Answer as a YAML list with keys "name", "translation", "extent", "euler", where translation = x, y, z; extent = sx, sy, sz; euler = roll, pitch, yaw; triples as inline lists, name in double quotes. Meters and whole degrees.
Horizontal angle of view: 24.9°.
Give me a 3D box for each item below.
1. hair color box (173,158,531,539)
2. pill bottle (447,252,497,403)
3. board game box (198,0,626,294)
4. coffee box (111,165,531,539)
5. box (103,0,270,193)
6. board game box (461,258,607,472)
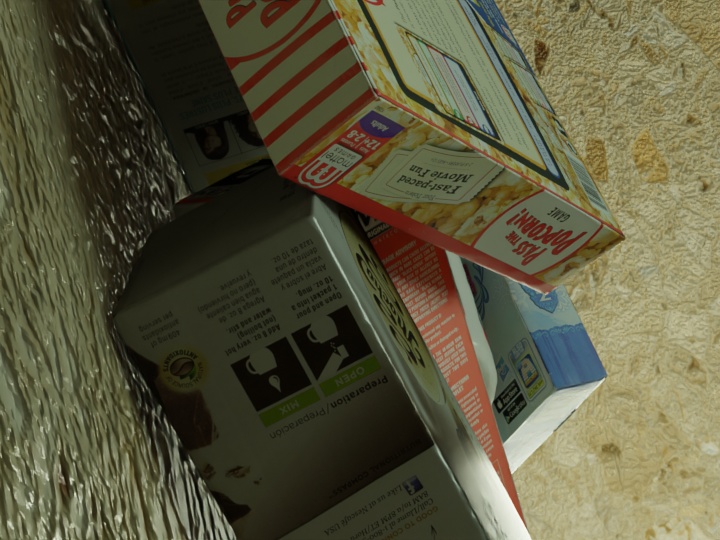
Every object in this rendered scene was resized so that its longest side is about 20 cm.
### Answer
- name: "hair color box"
  translation: [-0.001, 0.052, 0.707]
  extent: [0.061, 0.101, 0.202]
  euler: [-30, 109, -41]
- name: "pill bottle"
  translation: [0.000, 0.000, 0.887]
  extent: [0.111, 0.110, 0.201]
  euler: [69, 5, -45]
- name: "board game box"
  translation: [0.013, -0.083, 0.628]
  extent: [0.200, 0.046, 0.152]
  euler: [22, 37, -55]
- name: "coffee box"
  translation: [-0.003, 0.069, 0.597]
  extent: [0.201, 0.079, 0.113]
  euler: [62, 7, -14]
- name: "box"
  translation: [-0.048, -0.078, 0.756]
  extent: [0.201, 0.082, 0.049]
  euler: [70, 6, -46]
- name: "board game box"
  translation: [0.047, 0.030, 0.986]
  extent: [0.200, 0.043, 0.200]
  euler: [-54, -128, 49]
